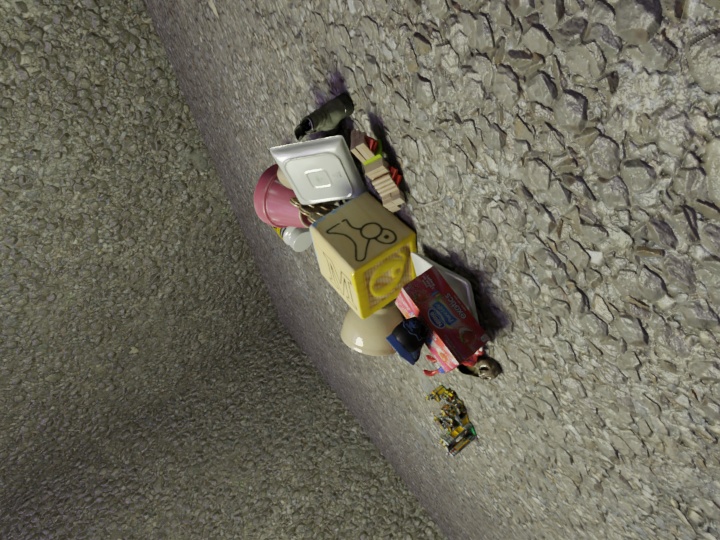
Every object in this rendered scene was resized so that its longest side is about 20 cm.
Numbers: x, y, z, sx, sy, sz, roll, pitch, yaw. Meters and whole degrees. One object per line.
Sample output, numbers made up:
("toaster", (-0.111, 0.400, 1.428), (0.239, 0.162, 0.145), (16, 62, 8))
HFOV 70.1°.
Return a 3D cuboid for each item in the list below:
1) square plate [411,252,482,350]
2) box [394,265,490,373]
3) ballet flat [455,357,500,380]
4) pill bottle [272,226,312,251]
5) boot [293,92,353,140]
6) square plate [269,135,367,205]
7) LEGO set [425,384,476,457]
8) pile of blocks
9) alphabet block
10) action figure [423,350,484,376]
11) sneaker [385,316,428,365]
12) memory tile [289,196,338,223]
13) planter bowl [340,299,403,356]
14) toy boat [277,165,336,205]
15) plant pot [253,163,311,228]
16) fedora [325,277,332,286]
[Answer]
("square plate", (0.204, 0.064, 1.183), (0.199, 0.028, 0.200), (35, 151, 52))
("box", (0.173, 0.107, 1.113), (0.201, 0.095, 0.100), (54, 162, 14))
("ballet flat", (0.274, 0.240, 1.275), (0.068, 0.046, 0.200), (61, 162, -8))
("pill bottle", (-0.269, -0.171, 1.964), (0.200, 0.113, 0.115), (47, 160, 30))
("boot", (-0.104, -0.343, 1.201), (0.068, 0.130, 0.200), (59, 162, -6))
("square plate", (-0.102, -0.238, 1.279), (0.195, 0.029, 0.201), (-4, 143, 20))
("LEGO set", (0.258, 0.467, 1.573), (0.153, 0.115, 0.202), (33, 150, 53))
("pile of blocks", (0.052, -0.225, 1.121), (0.061, 0.083, 0.201), (-18, 119, 28))
("alphabet block", (0.012, -0.040, 1.293), (0.200, 0.194, 0.198), (46, 161, 36))
("action figure", (0.211, 0.206, 1.258), (0.098, 0.066, 0.199), (29, 147, -24))
("sneaker", (0.112, 0.148, 1.092), (0.070, 0.078, 0.200), (48, -179, 19))
("memory tile", (-0.094, -0.156, 1.439), (0.153, 0.198, 0.017), (43, 116, 37))
("planter bowl", (0.046, 0.145, 1.547), (0.200, 0.197, 0.137), (38, 127, 47))
("toy boat", (-0.132, -0.272, 1.421), (0.129, 0.133, 0.199), (25, -175, 40))
("plant pot", (-0.206, -0.220, 1.619), (0.177, 0.200, 0.202), (23, 144, 34))
("fedora", (0.000, 0.000, 1.474), (0.177, 0.196, 0.092), (-58, -25, -74))
